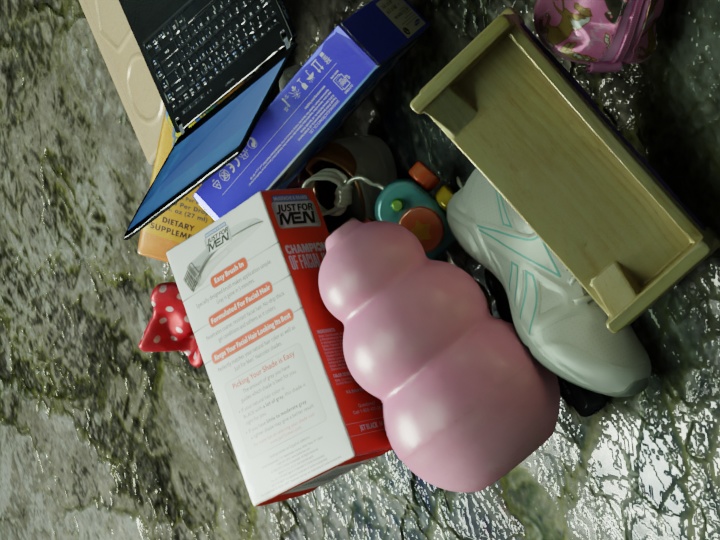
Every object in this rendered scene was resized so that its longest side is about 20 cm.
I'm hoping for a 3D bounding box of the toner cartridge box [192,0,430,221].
[{"bbox_3d":[-0.037,-0.117,1.373,0.043,0.095,0.200,46,126,2],"label":"toner cartridge box"}]

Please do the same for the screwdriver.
[{"bbox_3d":[0.116,0.017,1.314,0.201,0.028,0.029,60,173,24],"label":"screwdriver"}]

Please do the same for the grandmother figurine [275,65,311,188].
[{"bbox_3d":[-0.062,-0.079,1.508,0.121,0.060,0.201,52,142,34],"label":"grandmother figurine"}]

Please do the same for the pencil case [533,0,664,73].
[{"bbox_3d":[0.163,-0.217,1.100,0.082,0.087,0.201,26,130,12],"label":"pencil case"}]

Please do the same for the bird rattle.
[{"bbox_3d":[-0.069,0.045,1.445,0.200,0.112,0.163,52,130,11],"label":"bird rattle"}]

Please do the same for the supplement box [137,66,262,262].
[{"bbox_3d":[-0.132,-0.106,1.548,0.066,0.069,0.201,16,109,7],"label":"supplement box"}]

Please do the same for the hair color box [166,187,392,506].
[{"bbox_3d":[-0.055,0.054,1.336,0.111,0.064,0.201,-29,76,38],"label":"hair color box"}]

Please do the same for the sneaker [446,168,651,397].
[{"bbox_3d":[0.132,-0.003,1.243,0.201,0.070,0.080,55,134,26],"label":"sneaker"}]

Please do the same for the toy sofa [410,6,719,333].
[{"bbox_3d":[0.130,-0.064,1.160,0.083,0.098,0.200,-42,87,16],"label":"toy sofa"}]

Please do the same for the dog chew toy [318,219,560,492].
[{"bbox_3d":[0.046,0.051,1.270,0.200,0.124,0.125,53,144,4],"label":"dog chew toy"}]

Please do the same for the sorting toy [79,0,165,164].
[{"bbox_3d":[-0.187,-0.217,1.667,0.186,0.036,0.200,66,150,14],"label":"sorting toy"}]

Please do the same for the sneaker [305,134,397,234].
[{"bbox_3d":[0.000,0.000,1.414,0.073,0.084,0.201,-18,89,38],"label":"sneaker"}]

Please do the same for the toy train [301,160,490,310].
[{"bbox_3d":[0.022,0.023,1.347,0.056,0.149,0.202,-78,-20,-82],"label":"toy train"}]

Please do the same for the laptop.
[{"bbox_3d":[-0.139,-0.154,1.411,0.177,0.103,0.201,-31,81,47],"label":"laptop"}]
